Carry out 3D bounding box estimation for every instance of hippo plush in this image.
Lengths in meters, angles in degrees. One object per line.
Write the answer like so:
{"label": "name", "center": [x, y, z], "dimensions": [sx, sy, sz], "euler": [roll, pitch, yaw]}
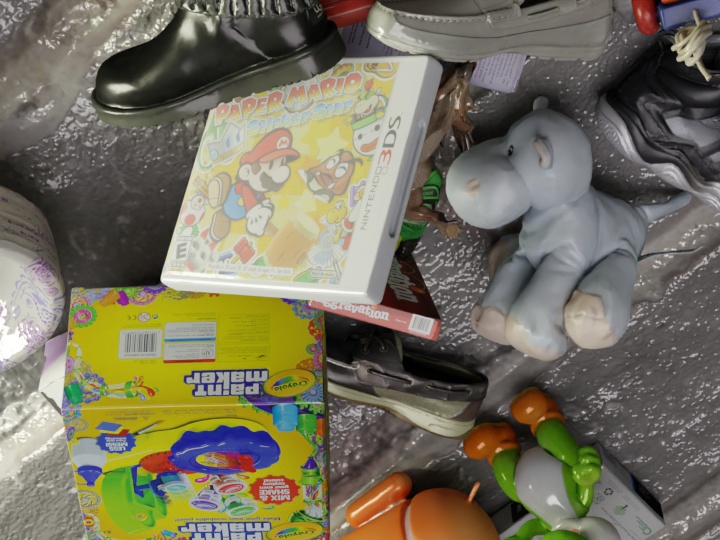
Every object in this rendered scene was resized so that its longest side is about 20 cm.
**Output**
{"label": "hippo plush", "center": [0.154, -0.038, 1.611], "dimensions": [0.198, 0.160, 0.161], "euler": [-22, 123, 13]}

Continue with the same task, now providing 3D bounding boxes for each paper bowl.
{"label": "paper bowl", "center": [-0.341, -0.001, 1.626], "dimensions": [0.199, 0.105, 0.201], "euler": [-13, 147, -8]}

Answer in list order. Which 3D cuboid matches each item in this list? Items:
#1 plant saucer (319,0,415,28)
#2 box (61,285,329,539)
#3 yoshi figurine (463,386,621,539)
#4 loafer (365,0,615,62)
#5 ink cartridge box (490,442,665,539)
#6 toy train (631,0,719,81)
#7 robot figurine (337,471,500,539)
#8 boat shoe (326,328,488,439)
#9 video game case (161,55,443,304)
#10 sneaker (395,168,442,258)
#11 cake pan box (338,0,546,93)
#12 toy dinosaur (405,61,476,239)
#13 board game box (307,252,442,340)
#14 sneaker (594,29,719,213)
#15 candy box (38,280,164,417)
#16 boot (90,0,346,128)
{"label": "plant saucer", "center": [-0.072, -0.255, 1.490], "dimensions": [0.198, 0.037, 0.201], "euler": [-13, 117, 23]}
{"label": "box", "center": [-0.124, 0.117, 1.616], "dimensions": [0.198, 0.123, 0.194], "euler": [-2, 139, 0]}
{"label": "yoshi figurine", "center": [0.161, 0.205, 1.743], "dimensions": [0.111, 0.201, 0.113], "euler": [-20, 153, -17]}
{"label": "loafer", "center": [0.097, -0.193, 1.490], "dimensions": [0.198, 0.070, 0.070], "euler": [-5, 118, -28]}
{"label": "ink cartridge box", "center": [0.172, 0.249, 1.877], "dimensions": [0.199, 0.039, 0.099], "euler": [-37, 117, 19]}
{"label": "toy train", "center": [0.228, -0.230, 1.464], "dimensions": [0.084, 0.201, 0.117], "euler": [-15, 119, 8]}
{"label": "robot figurine", "center": [0.045, 0.271, 1.827], "dimensions": [0.199, 0.145, 0.117], "euler": [-33, 122, 23]}
{"label": "boat shoe", "center": [0.017, 0.080, 1.745], "dimensions": [0.198, 0.073, 0.065], "euler": [21, 110, -20]}
{"label": "video game case", "center": [-0.045, -0.069, 1.484], "dimensions": [0.199, 0.184, 0.023], "euler": [3, 161, 39]}
{"label": "sneaker", "center": [-0.025, -0.093, 1.629], "dimensions": [0.199, 0.078, 0.086], "euler": [27, 102, -20]}
{"label": "cake pan box", "center": [0.054, -0.238, 1.540], "dimensions": [0.182, 0.052, 0.201], "euler": [11, 122, -7]}
{"label": "toy dinosaur", "center": [0.014, -0.083, 1.552], "dimensions": [0.198, 0.136, 0.086], "euler": [-18, 126, 25]}
{"label": "board game box", "center": [0.000, 0.000, 1.608], "dimensions": [0.102, 0.200, 0.020], "euler": [16, 106, -13]}
{"label": "sneaker", "center": [0.292, -0.114, 1.615], "dimensions": [0.199, 0.076, 0.114], "euler": [26, 122, -15]}
{"label": "candy box", "center": [-0.151, 0.113, 1.753], "dimensions": [0.167, 0.072, 0.201], "euler": [-27, 121, 15]}
{"label": "boot", "center": [-0.124, -0.201, 1.468], "dimensions": [0.209, 0.080, 0.159], "euler": [-15, 118, 18]}
